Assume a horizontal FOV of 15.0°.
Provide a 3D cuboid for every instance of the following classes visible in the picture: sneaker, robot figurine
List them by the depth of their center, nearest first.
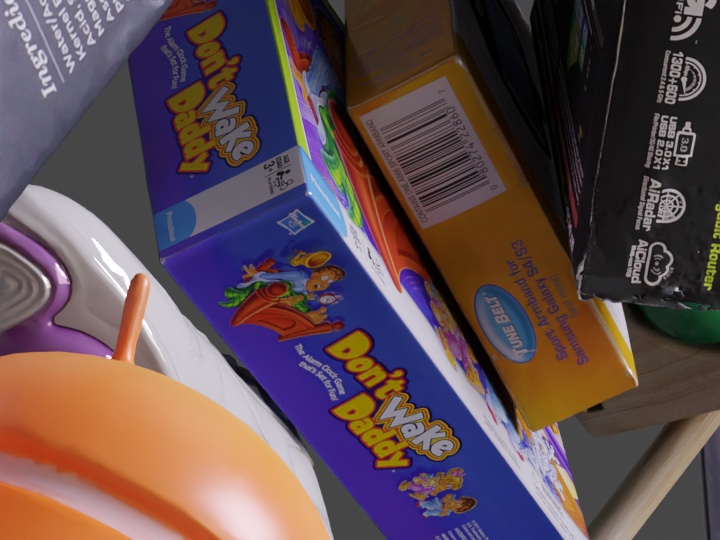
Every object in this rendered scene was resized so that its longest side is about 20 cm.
[{"bbox_3d":[-0.074,0.101,0.554,0.144,0.117,0.200,34,57,-10],"label":"robot figurine"},{"bbox_3d":[-0.060,0.048,0.727,0.100,0.075,0.200,-85,156,-51],"label":"sneaker"}]

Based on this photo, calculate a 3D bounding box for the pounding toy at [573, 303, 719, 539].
[{"bbox_3d":[0.133,-0.011,0.981,0.142,0.184,0.200,51,41,-29],"label":"pounding toy"}]

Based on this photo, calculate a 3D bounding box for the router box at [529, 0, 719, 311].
[{"bbox_3d":[0.094,-0.100,0.794,0.200,0.062,0.150,-91,-173,-62],"label":"router box"}]

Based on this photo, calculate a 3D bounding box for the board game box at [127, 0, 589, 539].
[{"bbox_3d":[0.000,0.000,0.799,0.200,0.045,0.135,53,17,-44],"label":"board game box"}]

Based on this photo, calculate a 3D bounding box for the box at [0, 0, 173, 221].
[{"bbox_3d":[-0.120,-0.078,0.538,0.200,0.147,0.105,-59,135,-47],"label":"box"}]

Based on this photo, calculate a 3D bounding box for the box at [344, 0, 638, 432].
[{"bbox_3d":[0.037,-0.050,0.856,0.119,0.041,0.200,59,11,-24],"label":"box"}]
